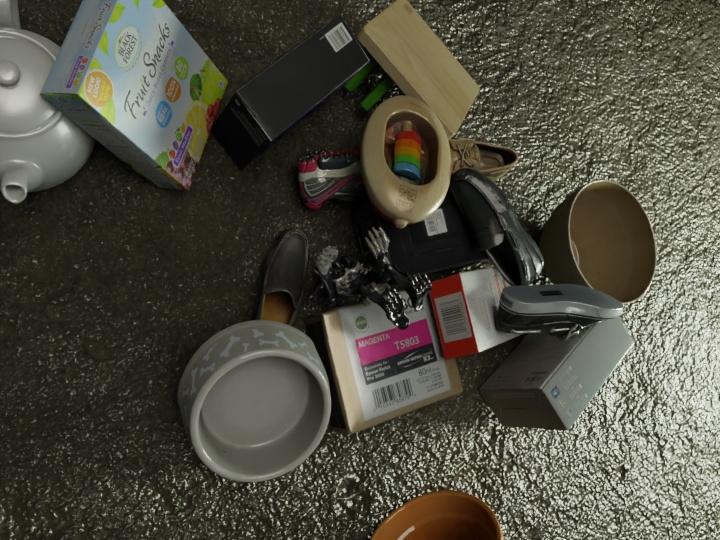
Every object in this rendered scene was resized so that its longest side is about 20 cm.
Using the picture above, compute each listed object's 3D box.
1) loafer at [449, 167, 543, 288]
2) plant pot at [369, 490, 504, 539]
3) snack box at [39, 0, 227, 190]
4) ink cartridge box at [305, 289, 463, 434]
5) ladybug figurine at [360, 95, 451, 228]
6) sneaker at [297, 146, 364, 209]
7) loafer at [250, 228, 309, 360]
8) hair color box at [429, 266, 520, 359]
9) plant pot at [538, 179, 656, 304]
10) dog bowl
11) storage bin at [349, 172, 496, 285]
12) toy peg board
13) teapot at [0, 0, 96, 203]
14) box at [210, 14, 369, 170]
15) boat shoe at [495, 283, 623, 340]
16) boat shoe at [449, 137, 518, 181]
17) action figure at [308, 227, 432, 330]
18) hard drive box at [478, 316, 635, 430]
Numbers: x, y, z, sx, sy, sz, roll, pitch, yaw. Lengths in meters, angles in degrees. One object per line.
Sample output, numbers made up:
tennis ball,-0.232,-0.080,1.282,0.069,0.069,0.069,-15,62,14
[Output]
loafer,0.195,-0.058,0.865,0.202,0.068,0.071,51,56,-12
plant pot,0.113,0.419,0.781,0.198,0.198,0.143,-35,112,-26
snack box,-0.261,-0.223,0.720,0.200,0.066,0.173,45,55,-59
ink cartridge box,0.036,0.122,0.854,0.195,0.075,0.170,-14,87,-26
ladybug figurine,0.057,-0.145,0.817,0.132,0.072,0.205,18,62,-14
sneaker,-0.006,-0.144,0.893,0.195,0.080,0.077,-11,113,-26
loafer,-0.105,0.035,0.805,0.071,0.072,0.206,18,72,-20
hair color box,0.185,0.057,0.901,0.197,0.063,0.114,-7,81,-52
plant pot,0.384,-0.036,1.016,0.195,0.134,0.207,5,78,-25
dog bowl,-0.124,0.167,0.728,0.194,0.059,0.206,-8,111,-20
storage bin,0.097,-0.063,0.909,0.195,0.093,0.139,-12,85,-27
toy peg board,0.075,-0.301,0.945,0.200,0.097,0.201,45,40,-12
teapot,-0.394,-0.198,0.673,0.199,0.145,0.199,41,66,-11
box,-0.100,-0.243,0.822,0.200,0.140,0.080,-46,107,-25
boat shoe,0.289,0.066,0.863,0.193,0.074,0.070,-1,116,-20
boat shoe,0.172,-0.190,0.984,0.195,0.064,0.074,-4,82,-26
action figure,0.000,0.000,0.786,0.118,0.197,0.104,-33,126,-30
hard drive box,0.306,0.150,0.932,0.199,0.155,0.078,-40,97,-25
